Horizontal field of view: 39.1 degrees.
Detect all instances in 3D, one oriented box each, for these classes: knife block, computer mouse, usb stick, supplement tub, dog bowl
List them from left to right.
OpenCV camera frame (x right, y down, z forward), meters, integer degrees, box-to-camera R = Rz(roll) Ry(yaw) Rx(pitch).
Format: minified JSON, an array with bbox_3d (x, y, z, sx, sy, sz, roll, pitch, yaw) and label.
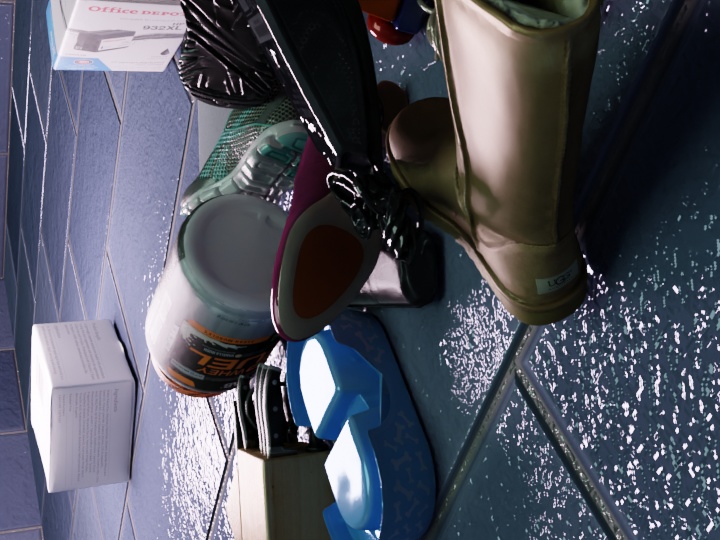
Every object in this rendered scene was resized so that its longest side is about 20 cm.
[{"bbox_3d":[-0.125,0.032,0.915,0.200,0.122,0.123,124,137,-53],"label":"supplement tub"},{"bbox_3d":[-0.059,0.184,0.855,0.201,0.064,0.176,-116,33,-41],"label":"knife block"},{"bbox_3d":[-0.015,-0.108,0.543,0.201,0.053,0.139,62,176,-19],"label":"computer mouse"},{"bbox_3d":[-0.002,0.113,0.742,0.112,0.049,0.201,115,145,-45],"label":"dog bowl"},{"bbox_3d":[0.000,0.000,0.748,0.200,0.032,0.056,-5,95,65],"label":"usb stick"}]

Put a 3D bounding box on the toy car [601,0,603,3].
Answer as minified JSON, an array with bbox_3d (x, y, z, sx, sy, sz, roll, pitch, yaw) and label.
[{"bbox_3d":[0.017,-0.217,0.489,0.165,0.199,0.159,-121,37,-45],"label":"toy car"}]

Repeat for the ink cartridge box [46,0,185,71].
[{"bbox_3d":[-0.281,-0.310,1.194,0.200,0.144,0.084,153,111,-63],"label":"ink cartridge box"}]

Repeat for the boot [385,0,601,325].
[{"bbox_3d":[0.057,-0.088,0.486,0.175,0.066,0.200,51,167,36],"label":"boot"}]

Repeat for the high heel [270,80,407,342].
[{"bbox_3d":[-0.027,-0.036,0.703,0.096,0.067,0.201,-20,40,57],"label":"high heel"}]

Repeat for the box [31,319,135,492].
[{"bbox_3d":[-0.449,0.212,1.626,0.199,0.130,0.201,-131,44,-54],"label":"box"}]

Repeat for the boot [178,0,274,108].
[{"bbox_3d":[-0.095,-0.243,0.791,0.200,0.076,0.169,96,-179,-67],"label":"boot"}]

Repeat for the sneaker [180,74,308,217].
[{"bbox_3d":[-0.097,-0.104,0.901,0.200,0.077,0.092,-29,57,46],"label":"sneaker"}]

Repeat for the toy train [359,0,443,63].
[{"bbox_3d":[-0.006,-0.185,0.641,0.085,0.115,0.201,112,146,-42],"label":"toy train"}]

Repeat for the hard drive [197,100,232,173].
[{"bbox_3d":[-0.131,-0.183,1.014,0.139,0.033,0.202,-176,84,-65],"label":"hard drive"}]
